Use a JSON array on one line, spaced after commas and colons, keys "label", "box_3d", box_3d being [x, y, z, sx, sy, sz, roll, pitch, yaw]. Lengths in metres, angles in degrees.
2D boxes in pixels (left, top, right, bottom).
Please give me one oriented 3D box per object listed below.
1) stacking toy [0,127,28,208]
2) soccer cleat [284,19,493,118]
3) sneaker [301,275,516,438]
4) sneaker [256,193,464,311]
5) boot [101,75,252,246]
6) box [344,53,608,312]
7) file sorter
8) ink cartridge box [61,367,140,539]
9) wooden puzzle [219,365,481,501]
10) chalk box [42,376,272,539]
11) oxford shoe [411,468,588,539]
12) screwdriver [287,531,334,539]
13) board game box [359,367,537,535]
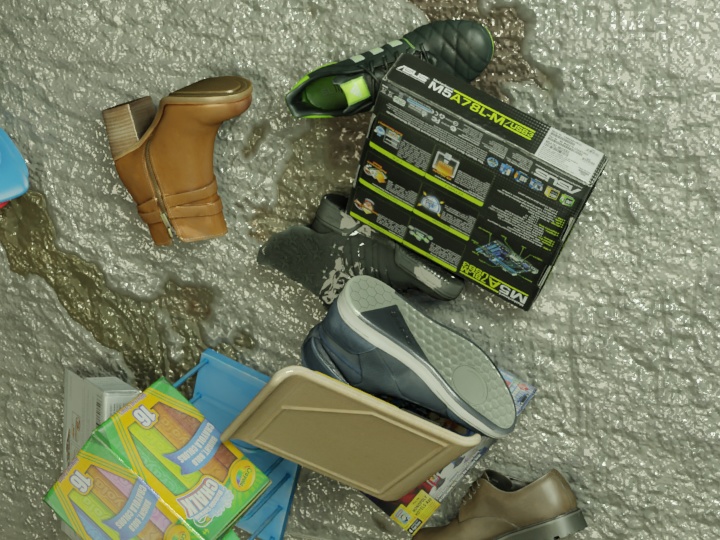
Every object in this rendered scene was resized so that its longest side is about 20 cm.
[{"label": "stacking toy", "box_3d": [-0.452, -0.067, 1.517, 0.116, 0.110, 0.200, 52, 137, 16]}, {"label": "soccer cleat", "box_3d": [0.025, -0.172, 1.225, 0.200, 0.081, 0.068, -13, 105, 31]}, {"label": "sneaker", "box_3d": [0.036, 0.109, 1.279, 0.202, 0.077, 0.146, 39, 132, -2]}, {"label": "sneaker", "box_3d": [-0.001, 0.000, 1.322, 0.200, 0.060, 0.104, 34, 111, 18]}, {"label": "boot", "box_3d": [-0.161, -0.106, 1.359, 0.200, 0.074, 0.155, -6, 108, 42]}, {"label": "box", "box_3d": [0.095, -0.073, 1.207, 0.200, 0.048, 0.193, 28, 147, 9]}, {"label": "file sorter", "box_3d": [-0.151, 0.216, 1.464, 0.139, 0.123, 0.200, 23, 120, 16]}, {"label": "ink cartridge box", "box_3d": [-0.293, 0.218, 1.529, 0.174, 0.044, 0.200, -167, 78, -65]}, {"label": "wooden puzzle", "box_3d": [-0.012, 0.149, 1.267, 0.200, 0.037, 0.185, 20, 149, -13]}, {"label": "chalk box", "box_3d": [-0.182, 0.231, 1.339, 0.200, 0.124, 0.124, 42, 124, 4]}, {"label": "oxford shoe", "box_3d": [0.129, 0.243, 1.373, 0.200, 0.073, 0.084, -24, 83, 31]}, {"label": "screwdriver", "box_3d": [0.012, 0.296, 1.473, 0.200, 0.028, 0.029, 11, 86, 24]}, {"label": "board game box", "box_3d": [0.037, 0.130, 1.365, 0.200, 0.062, 0.200, 41, 124, 7]}]
